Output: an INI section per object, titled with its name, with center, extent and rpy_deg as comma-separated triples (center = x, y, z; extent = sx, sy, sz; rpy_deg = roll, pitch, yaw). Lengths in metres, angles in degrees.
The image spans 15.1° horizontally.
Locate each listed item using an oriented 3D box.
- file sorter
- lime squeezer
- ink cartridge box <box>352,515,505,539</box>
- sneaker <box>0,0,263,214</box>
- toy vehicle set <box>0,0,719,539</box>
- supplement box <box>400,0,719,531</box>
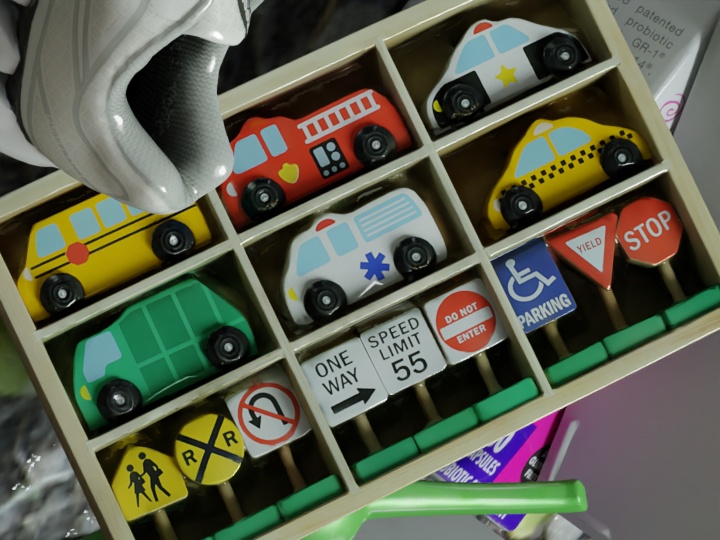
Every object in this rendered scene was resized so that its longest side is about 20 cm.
[file sorter]
center = 0.172, 0.013, 0.855
extent = 0.124, 0.139, 0.200
rpy_deg = -12, 128, -49
[lime squeezer]
center = -0.036, 0.074, 0.827
extent = 0.071, 0.200, 0.038
rpy_deg = 12, 66, -78
[ink cartridge box]
center = -0.014, 0.181, 0.953
extent = 0.200, 0.145, 0.145
rpy_deg = -4, 123, -49
[sneaker]
center = -0.053, -0.106, 0.701
extent = 0.075, 0.081, 0.200
rpy_deg = -20, 133, -38
[toy vehicle set]
center = 0.000, 0.000, 0.786
extent = 0.200, 0.124, 0.027
rpy_deg = -26, 176, -12
[supplement box]
center = 0.056, -0.032, 0.887
extent = 0.200, 0.103, 0.101
rpy_deg = -54, 146, -3
